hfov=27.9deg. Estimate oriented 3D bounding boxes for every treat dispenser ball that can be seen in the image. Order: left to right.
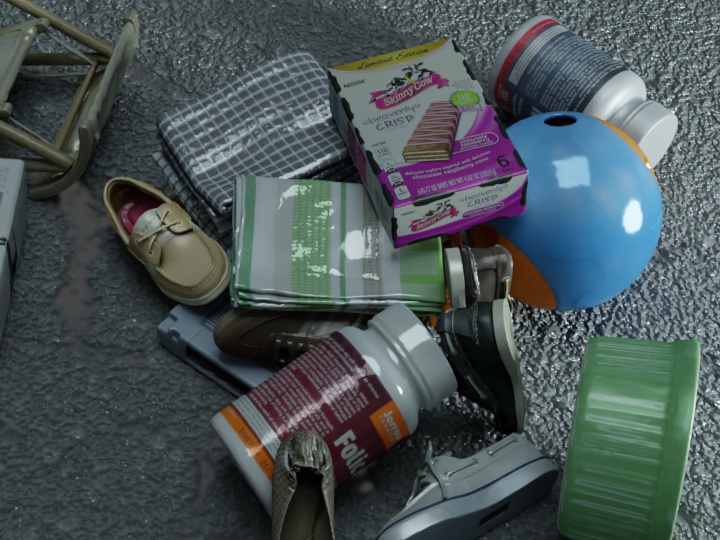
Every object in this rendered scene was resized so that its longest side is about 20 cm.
[{"bbox_3d":[0.204,-0.060,1.461,0.200,0.201,0.202,5,47,-5],"label":"treat dispenser ball"}]

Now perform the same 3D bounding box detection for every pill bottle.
[{"bbox_3d":[-0.021,0.122,1.276,0.200,0.114,0.114,-34,58,-9],"label":"pill bottle"},{"bbox_3d":[0.254,-0.192,1.649,0.119,0.120,0.200,-33,59,-33],"label":"pill bottle"}]

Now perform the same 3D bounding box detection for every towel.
[{"bbox_3d":[-0.097,-0.124,1.476,0.199,0.086,0.166,-27,61,-16],"label":"towel"},{"bbox_3d":[-0.021,-0.027,1.355,0.199,0.031,0.150,2,57,-6],"label":"towel"}]

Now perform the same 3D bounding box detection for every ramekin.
[{"bbox_3d":[0.234,0.153,1.276,0.097,0.201,0.201,9,46,10],"label":"ramekin"}]

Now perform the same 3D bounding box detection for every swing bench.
[{"bbox_3d":[-0.357,-0.193,1.551,0.199,0.130,0.199,15,46,-2],"label":"swing bench"}]

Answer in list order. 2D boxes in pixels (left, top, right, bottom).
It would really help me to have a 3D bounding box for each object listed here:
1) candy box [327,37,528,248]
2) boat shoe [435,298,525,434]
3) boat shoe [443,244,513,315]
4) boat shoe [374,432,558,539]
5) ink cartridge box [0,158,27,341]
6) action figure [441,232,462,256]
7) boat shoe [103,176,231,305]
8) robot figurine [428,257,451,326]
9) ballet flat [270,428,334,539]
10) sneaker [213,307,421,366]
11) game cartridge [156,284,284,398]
[{"bbox_3d":[0.061,-0.126,1.385,0.136,0.061,0.200,-16,50,-11],"label":"candy box"},{"bbox_3d":[0.114,0.091,1.318,0.067,0.200,0.072,-11,56,8],"label":"boat shoe"},{"bbox_3d":[0.114,0.037,1.357,0.059,0.200,0.072,-10,60,2],"label":"boat shoe"},{"bbox_3d":[0.079,0.193,1.293,0.201,0.075,0.086,-23,55,-30],"label":"boat shoe"},{"bbox_3d":[-0.410,-0.017,1.402,0.144,0.084,0.201,4,46,-5],"label":"ink cartridge box"},{"bbox_3d":[0.000,0.000,1.397,0.199,0.066,0.052,-12,64,-9],"label":"action figure"},{"bbox_3d":[-0.199,-0.033,1.427,0.074,0.069,0.200,-47,45,-7],"label":"boat shoe"},{"bbox_3d":[0.018,-0.026,1.498,0.144,0.058,0.201,-9,50,-17],"label":"robot figurine"},{"bbox_3d":[-0.044,0.231,1.186,0.067,0.046,0.201,1,87,-12],"label":"ballet flat"},{"bbox_3d":[-0.035,0.062,1.353,0.199,0.071,0.076,-8,52,-15],"label":"sneaker"},{"bbox_3d":[-0.081,0.073,1.406,0.200,0.042,0.133,32,46,20],"label":"game cartridge"}]
